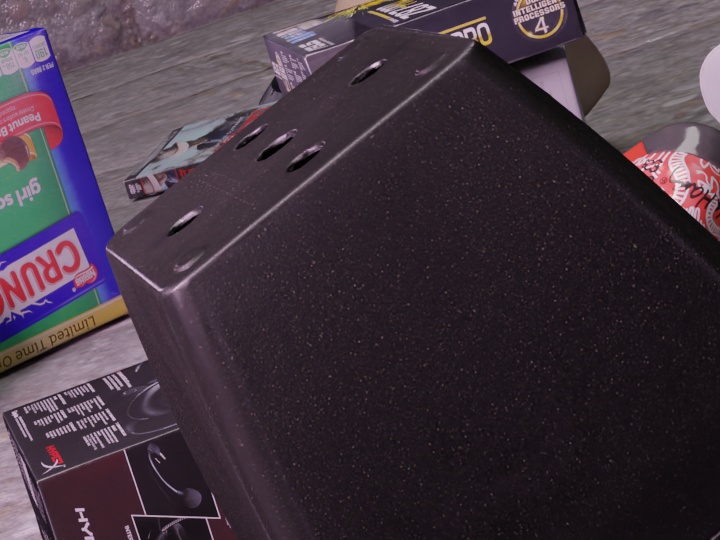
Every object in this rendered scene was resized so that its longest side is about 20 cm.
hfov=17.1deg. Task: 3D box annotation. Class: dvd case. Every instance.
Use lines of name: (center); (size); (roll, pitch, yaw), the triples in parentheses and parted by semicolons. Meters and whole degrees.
dvd case: (-0.094, -0.116, 2.089); (0.199, 0.022, 0.146); (-14, 17, 20)

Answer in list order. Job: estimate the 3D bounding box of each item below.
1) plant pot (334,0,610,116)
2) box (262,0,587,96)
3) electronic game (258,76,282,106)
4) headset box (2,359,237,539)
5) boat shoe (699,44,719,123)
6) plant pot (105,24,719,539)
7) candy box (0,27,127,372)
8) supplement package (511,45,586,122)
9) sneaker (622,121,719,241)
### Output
plant pot: (0.054, -0.126, 1.648); (0.135, 0.200, 0.200); (-57, 23, -10)
box: (0.033, -0.139, 1.434); (0.160, 0.049, 0.200); (-21, 11, -5)
electronic game: (0.000, -0.182, 2.225); (0.198, 0.042, 0.200); (-18, 21, 7)
headset box: (-0.052, 0.077, 1.087); (0.199, 0.078, 0.149); (-19, 13, -12)
boat shoe: (0.277, -0.103, 1.245); (0.199, 0.071, 0.064); (0, 21, 29)
plant pot: (0.021, 0.024, 0.858); (0.199, 0.178, 0.200); (-38, 15, -6)
candy box: (-0.258, -0.036, 1.569); (0.168, 0.201, 0.077); (-27, 17, -34)
supplement package: (0.042, -0.055, 1.447); (0.198, 0.118, 0.117); (-15, 13, 5)
sneaker: (0.106, 0.007, 1.196); (0.201, 0.067, 0.108); (-33, 23, 52)
